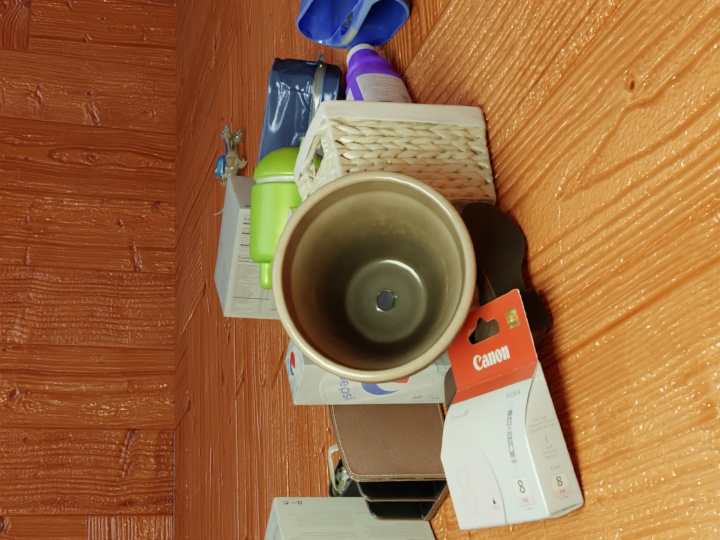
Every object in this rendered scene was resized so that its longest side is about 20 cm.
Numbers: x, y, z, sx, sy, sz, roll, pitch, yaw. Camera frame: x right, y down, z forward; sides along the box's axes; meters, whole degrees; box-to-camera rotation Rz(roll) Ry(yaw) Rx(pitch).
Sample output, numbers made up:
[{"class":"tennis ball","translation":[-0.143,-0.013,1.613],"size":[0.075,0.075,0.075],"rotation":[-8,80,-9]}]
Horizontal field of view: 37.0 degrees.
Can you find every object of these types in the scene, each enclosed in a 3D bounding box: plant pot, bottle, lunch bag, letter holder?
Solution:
[{"class":"plant pot","translation":[0.020,0.016,1.093],"size":[0.175,0.197,0.204],"rotation":[57,-147,-79]},{"class":"bottle","translation":[0.022,-0.233,1.443],"size":[0.201,0.082,0.066],"rotation":[-108,27,-46]},{"class":"lunch bag","translation":[-0.086,-0.245,1.713],"size":[0.136,0.130,0.203],"rotation":[-88,8,-66]},{"class":"letter holder","translation":[0.018,0.185,1.285],"size":[0.101,0.140,0.202],"rotation":[114,153,-46]}]

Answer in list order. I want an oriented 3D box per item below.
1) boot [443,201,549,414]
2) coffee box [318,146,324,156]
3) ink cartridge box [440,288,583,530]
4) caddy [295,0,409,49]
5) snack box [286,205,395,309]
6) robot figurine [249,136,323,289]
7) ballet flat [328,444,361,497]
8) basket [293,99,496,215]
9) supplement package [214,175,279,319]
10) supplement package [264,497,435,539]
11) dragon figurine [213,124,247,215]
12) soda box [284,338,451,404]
[{"class":"boot","translation":[0.121,0.058,1.126],"size":[0.201,0.063,0.188],"rotation":[107,157,-47]},{"class":"coffee box","translation":[-0.008,-0.109,1.519],"size":[0.202,0.078,0.115],"rotation":[-105,25,-44]},{"class":"ink cartridge box","translation":[0.123,0.139,1.025],"size":[0.162,0.056,0.203],"rotation":[-34,73,61]},{"class":"caddy","translation":[-0.010,-0.366,1.482],"size":[0.200,0.139,0.107],"rotation":[150,127,-69]},{"class":"snack box","translation":[0.000,0.000,1.296],"size":[0.201,0.140,0.053],"rotation":[-115,26,-43]},{"class":"robot figurine","translation":[-0.092,-0.075,1.458],"size":[0.175,0.114,0.204],"rotation":[171,101,-66]},{"class":"ballet flat","translation":[-0.008,0.235,1.475],"size":[0.073,0.072,0.203],"rotation":[-122,39,-61]},{"class":"basket","translation":[0.040,-0.097,1.190],"size":[0.136,0.197,0.125],"rotation":[119,144,-54]},{"class":"supplement package","translation":[-0.163,-0.039,1.874],"size":[0.152,0.148,0.203],"rotation":[-119,36,-60]},{"class":"supplement package","translation":[-0.007,0.385,1.245],"size":[0.201,0.188,0.149],"rotation":[-113,31,-55]},{"class":"dragon figurine","translation":[-0.304,-0.233,2.495],"size":[0.100,0.058,0.203],"rotation":[-123,41,-61]},{"class":"soda box","translation":[0.019,0.104,1.201],"size":[0.069,0.197,0.064],"rotation":[-107,26,-46]}]
